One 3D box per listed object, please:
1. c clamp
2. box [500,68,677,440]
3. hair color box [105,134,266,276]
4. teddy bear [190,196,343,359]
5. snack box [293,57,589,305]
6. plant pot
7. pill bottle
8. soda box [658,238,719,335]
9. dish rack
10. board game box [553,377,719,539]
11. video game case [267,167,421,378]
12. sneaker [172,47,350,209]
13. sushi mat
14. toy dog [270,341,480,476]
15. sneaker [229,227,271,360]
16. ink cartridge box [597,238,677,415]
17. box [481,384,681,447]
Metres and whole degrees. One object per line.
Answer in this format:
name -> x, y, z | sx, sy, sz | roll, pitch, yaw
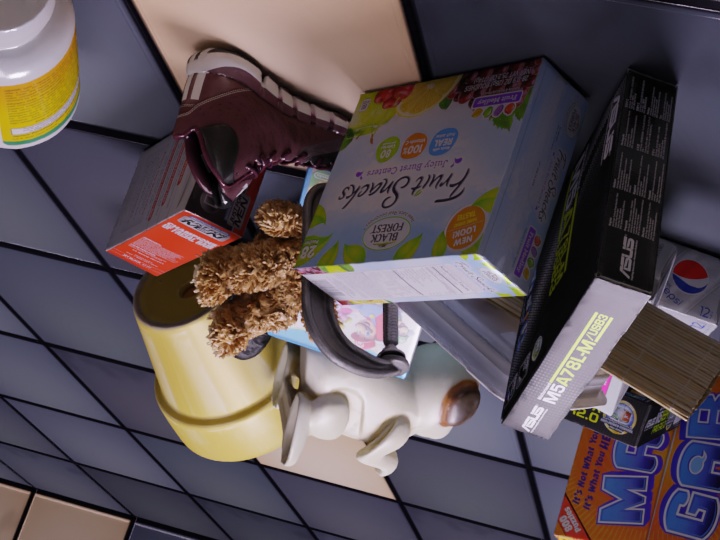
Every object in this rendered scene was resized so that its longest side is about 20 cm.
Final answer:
c clamp -> 0.011, 0.010, 1.338 | 0.027, 0.201, 0.171 | -25, 133, 33
box -> 0.164, -0.009, 1.153 | 0.047, 0.201, 0.193 | 18, 142, -2
hair color box -> -0.158, -0.071, 1.477 | 0.064, 0.111, 0.200 | 26, 159, -21
teddy bear -> -0.056, 0.001, 1.383 | 0.199, 0.146, 0.067 | -9, -168, -32
snack box -> 0.060, -0.063, 1.220 | 0.068, 0.169, 0.199 | 36, 155, -34
plant pot -> -0.152, 0.076, 1.760 | 0.200, 0.201, 0.189 | 5, 142, 32
pill bottle -> -0.285, -0.185, 1.292 | 0.112, 0.113, 0.200 | 19, 160, -1
soda box -> 0.272, 0.042, 1.458 | 0.068, 0.064, 0.200 | 18, 160, 2
dish rack -> 0.109, 0.036, 1.309 | 0.200, 0.044, 0.171 | 41, -158, 30
board game box -> 0.349, 0.236, 1.691 | 0.199, 0.201, 0.200 | 7, 156, 30
video game case -> 0.000, 0.000, 1.494 | 0.142, 0.018, 0.201 | 17, 124, 2
sneaker -> -0.076, -0.091, 1.345 | 0.199, 0.116, 0.076 | 28, 158, -24
sushi mat -> 0.191, 0.040, 1.263 | 0.199, 0.096, 0.012 | 31, 132, 12
toy dog -> 0.024, 0.113, 1.649 | 0.199, 0.195, 0.140 | 9, -159, -16
sneaker -> -0.088, 0.025, 1.593 | 0.060, 0.201, 0.104 | 9, -152, -23
ink cartridge box -> 0.167, 0.017, 1.379 | 0.173, 0.044, 0.200 | 27, 143, 16
box -> 0.224, 0.112, 1.557 | 0.160, 0.044, 0.200 | 22, -171, 21
